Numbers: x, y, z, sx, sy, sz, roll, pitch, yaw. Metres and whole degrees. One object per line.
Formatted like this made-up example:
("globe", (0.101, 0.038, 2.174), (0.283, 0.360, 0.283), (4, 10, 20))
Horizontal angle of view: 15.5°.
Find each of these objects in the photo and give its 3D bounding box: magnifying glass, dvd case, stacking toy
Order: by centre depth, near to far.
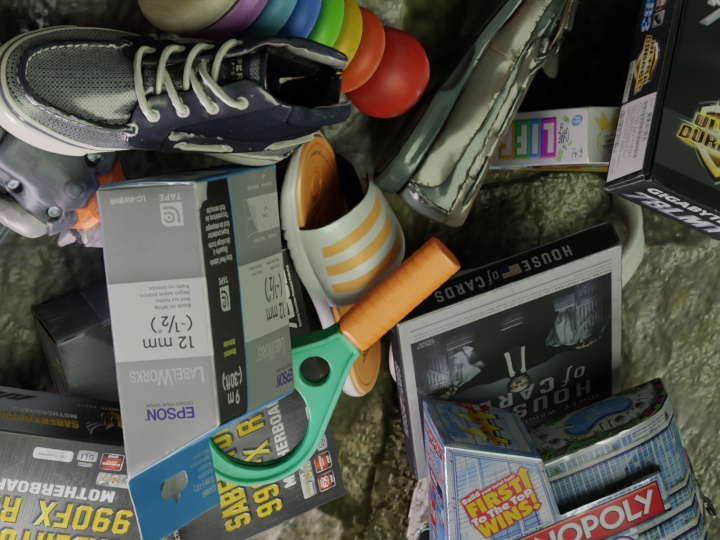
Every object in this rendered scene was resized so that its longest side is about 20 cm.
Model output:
("stacking toy", (-0.035, -0.143, 1.530), (0.200, 0.085, 0.086), (27, 102, -45))
("magnifying glass", (-0.021, 0.054, 1.583), (0.200, 0.022, 0.080), (-42, 107, 12))
("dvd case", (0.095, 0.054, 1.685), (0.150, 0.025, 0.200), (-20, 147, -7))

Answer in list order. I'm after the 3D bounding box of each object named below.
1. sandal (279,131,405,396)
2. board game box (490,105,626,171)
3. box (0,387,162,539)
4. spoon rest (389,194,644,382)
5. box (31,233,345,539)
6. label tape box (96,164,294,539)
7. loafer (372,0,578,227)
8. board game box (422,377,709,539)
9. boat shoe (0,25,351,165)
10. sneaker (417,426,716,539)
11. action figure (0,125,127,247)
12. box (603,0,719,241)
("sandal", (0.002, -0.006, 1.617), (0.059, 0.079, 0.207), (1, 136, 19))
("board game box", (0.186, -0.080, 1.647), (0.199, 0.134, 0.034), (0, 90, -29))
("box", (-0.227, 0.144, 1.552), (0.199, 0.048, 0.159), (10, 119, -19))
("spoon rest", (0.104, 0.015, 1.697), (0.200, 0.061, 0.100), (-33, 146, -11))
("box", (-0.103, 0.083, 1.633), (0.158, 0.048, 0.201), (-23, 126, -17))
("label tape box", (-0.087, 0.044, 1.490), (0.066, 0.143, 0.201), (-6, 94, 16))
("loafer", (0.086, -0.118, 1.591), (0.063, 0.072, 0.200), (36, 87, -9))
("board game box", (0.121, 0.157, 1.692), (0.199, 0.062, 0.201), (-22, 120, -3))
("boat shoe", (-0.099, -0.104, 1.431), (0.199, 0.093, 0.075), (2, 75, -35))
("sneaker", (0.148, 0.190, 1.788), (0.199, 0.078, 0.140), (-27, 118, 10))
("action figure", (-0.213, -0.050, 1.461), (0.193, 0.105, 0.201), (24, 101, -27))
("box", (0.254, -0.109, 1.584), (0.199, 0.050, 0.199), (22, 73, -25))
